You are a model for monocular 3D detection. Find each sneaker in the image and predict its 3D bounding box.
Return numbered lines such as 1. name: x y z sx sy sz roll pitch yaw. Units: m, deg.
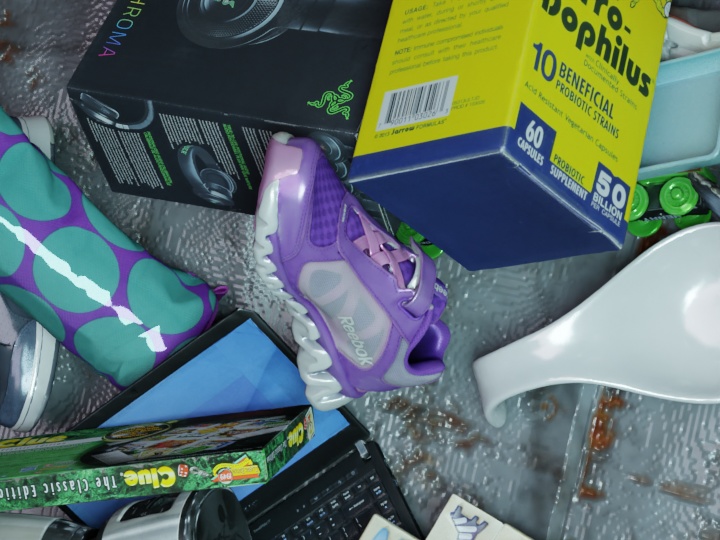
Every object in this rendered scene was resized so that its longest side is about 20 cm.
1. sneaker: -0.261 -0.001 1.414 0.077 0.146 0.203 -32 59 58
2. sneaker: 0.000 0.000 1.246 0.088 0.200 0.081 1 52 18
3. sneaker: 0.205 -0.111 1.276 0.200 0.082 0.077 10 106 45

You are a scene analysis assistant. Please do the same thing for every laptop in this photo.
1. laptop: -0.070 0.158 1.332 0.177 0.103 0.200 -35 62 16

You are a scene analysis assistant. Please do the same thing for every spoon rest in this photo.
1. spoon rest: 0.150 0.039 1.277 0.199 0.061 0.100 -21 75 21

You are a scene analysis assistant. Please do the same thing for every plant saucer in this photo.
1. plant saucer: 0.119 -0.071 1.264 0.199 0.019 0.070 -10 56 39

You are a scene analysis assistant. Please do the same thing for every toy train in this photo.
1. toy train: 0.109 -0.044 1.320 0.199 0.042 0.057 -7 70 23

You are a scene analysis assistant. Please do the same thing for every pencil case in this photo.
1. pencil case: -0.179 -0.017 1.370 0.200 0.093 0.085 42 147 -12

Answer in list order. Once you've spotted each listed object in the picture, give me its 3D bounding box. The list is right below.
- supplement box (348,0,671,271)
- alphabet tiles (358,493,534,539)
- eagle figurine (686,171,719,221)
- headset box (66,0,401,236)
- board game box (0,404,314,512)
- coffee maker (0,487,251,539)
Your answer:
1. supplement box: 0.086 -0.117 1.229 0.109 0.109 0.201 -9 58 42
2. alphabet tiles: 0.045 0.236 1.299 0.166 0.006 0.201 31 96 6
3. eagle figurine: 0.266 0.019 1.179 0.150 0.152 0.201 -18 76 18
4. headset box: -0.035 -0.122 1.323 0.199 0.093 0.175 11 56 25
5. board game box: -0.133 0.106 1.283 0.199 0.105 0.024 -7 101 16
6. coffee maker: -0.154 0.217 1.304 0.199 0.135 0.193 -6 122 17
